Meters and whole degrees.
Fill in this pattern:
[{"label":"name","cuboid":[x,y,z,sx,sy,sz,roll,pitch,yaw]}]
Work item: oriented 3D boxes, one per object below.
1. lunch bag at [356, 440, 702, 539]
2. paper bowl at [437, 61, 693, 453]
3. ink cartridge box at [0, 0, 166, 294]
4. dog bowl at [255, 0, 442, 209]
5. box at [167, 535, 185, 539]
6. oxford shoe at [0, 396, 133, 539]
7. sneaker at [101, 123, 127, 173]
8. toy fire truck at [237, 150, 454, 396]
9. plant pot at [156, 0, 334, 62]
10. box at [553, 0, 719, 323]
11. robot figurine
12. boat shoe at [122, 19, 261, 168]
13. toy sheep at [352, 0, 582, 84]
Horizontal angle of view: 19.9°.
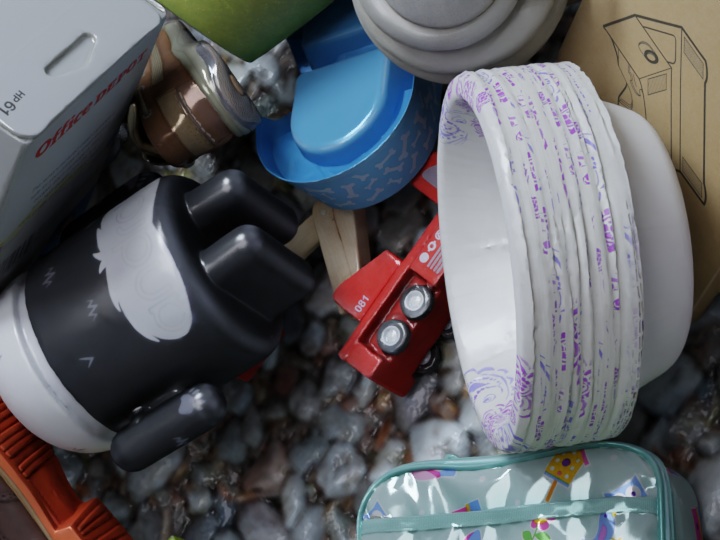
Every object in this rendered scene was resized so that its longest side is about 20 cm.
[{"label":"lunch bag","cuboid":[0.086,0.174,1.114,0.198,0.077,0.162,-9,71,26]},{"label":"paper bowl","cuboid":[0.108,-0.010,1.081,0.103,0.201,0.202,-8,66,-8]},{"label":"ink cartridge box","cuboid":[-0.205,-0.073,1.184,0.084,0.145,0.200,36,137,3]},{"label":"dog bowl","cuboid":[0.000,-0.123,1.247,0.111,0.050,0.201,-15,50,28]},{"label":"box","cuboid":[-0.141,0.274,1.229,0.200,0.048,0.122,-46,57,9]},{"label":"oxford shoe","cuboid":[-0.214,0.133,1.216,0.072,0.071,0.200,-40,85,18]},{"label":"sneaker","cuboid":[-0.238,-0.067,1.357,0.199,0.078,0.141,-31,44,19]},{"label":"toy fire truck","cuboid":[0.000,0.000,1.237,0.141,0.049,0.201,37,93,35]},{"label":"plant pot","cuboid":[-0.046,-0.232,1.217,0.187,0.187,0.201,39,97,33]},{"label":"box","cuboid":[0.165,-0.087,1.094,0.021,0.201,0.164,-21,65,-24]},{"label":"robot figurine","cuboid":[-0.124,0.025,1.200,0.199,0.150,0.125,-32,104,18]},{"label":"boat shoe","cuboid":[-0.117,-0.105,1.266,0.072,0.200,0.076,-38,102,-3]},{"label":"toy sheep","cuboid":[0.056,-0.167,1.127,0.136,0.200,0.139,-1,85,13]}]
